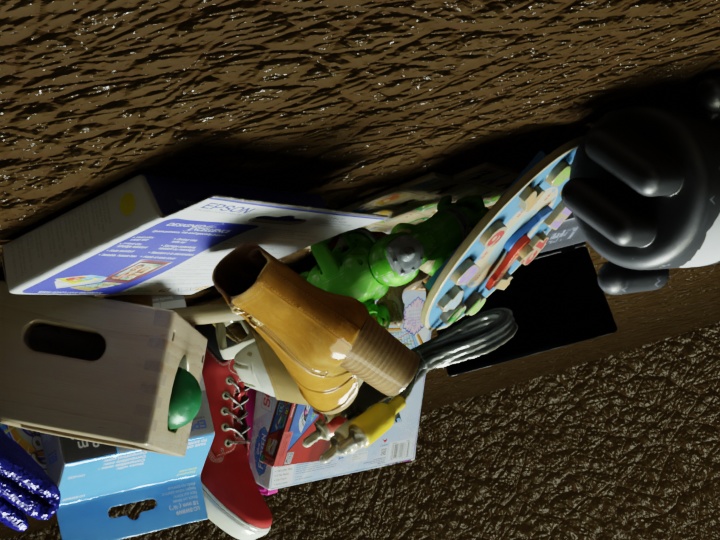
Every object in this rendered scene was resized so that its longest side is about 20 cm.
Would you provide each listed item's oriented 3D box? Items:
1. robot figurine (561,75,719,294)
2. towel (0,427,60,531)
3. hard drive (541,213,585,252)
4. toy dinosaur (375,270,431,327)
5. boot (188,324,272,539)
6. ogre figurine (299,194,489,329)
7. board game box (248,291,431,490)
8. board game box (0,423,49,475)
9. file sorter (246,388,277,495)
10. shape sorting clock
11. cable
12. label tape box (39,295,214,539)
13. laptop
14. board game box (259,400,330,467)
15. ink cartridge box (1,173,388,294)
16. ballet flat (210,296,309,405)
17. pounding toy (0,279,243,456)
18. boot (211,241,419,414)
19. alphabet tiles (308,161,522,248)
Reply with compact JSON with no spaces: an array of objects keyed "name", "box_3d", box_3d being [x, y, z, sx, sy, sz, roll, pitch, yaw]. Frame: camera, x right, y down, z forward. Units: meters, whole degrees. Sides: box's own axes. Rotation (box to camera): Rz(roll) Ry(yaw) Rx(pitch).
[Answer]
[{"name":"robot figurine","box_3d":[0.240,-0.063,1.091,0.149,0.127,0.199,-24,166,40]},{"name":"towel","box_3d":[-0.323,0.124,1.093,0.147,0.050,0.199,38,172,-37]},{"name":"hard drive","box_3d":[0.225,-0.059,1.313,0.197,0.043,0.135,-14,170,-2]},{"name":"toy dinosaur","box_3d":[0.061,-0.013,1.293,0.105,0.061,0.200,-14,-166,22]},{"name":"boot","box_3d":[-0.117,0.138,1.342,0.144,0.201,0.072,-43,160,14]},{"name":"ogre figurine","box_3d":[0.000,0.000,1.163,0.197,0.100,0.120,-3,-167,24]},{"name":"board game box","box_3d":[-0.016,0.103,1.426,0.198,0.203,0.041,-4,-163,-43]},{"name":"board game box","box_3d":[-0.284,0.129,1.288,0.198,0.155,0.040,-9,167,-31]},{"name":"file sorter","box_3d":[-0.115,0.148,1.528,0.124,0.141,0.199,-8,-176,-40]},{"name":"shape sorting clock","box_3d":[0.122,-0.026,1.149,0.200,0.039,0.200,-46,168,-12]},{"name":"cable","box_3d":[0.037,0.091,1.157,0.198,0.051,0.097,-26,-167,-25]},{"name":"label tape box","box_3d":[-0.207,0.129,1.262,0.142,0.203,0.063,-8,168,-30]},{"name":"laptop","box_3d":[0.175,0.049,1.603,0.184,0.118,0.200,-14,169,2]},{"name":"board game box","box_3d":[-0.033,0.082,1.336,0.019,0.203,0.103,20,-174,26]},{"name":"ink cartridge box","box_3d":[-0.115,-0.030,1.012,0.198,0.048,0.197,-24,165,32]},{"name":"ballet flat","box_3d":[-0.088,0.072,1.256,0.062,0.069,0.200,-23,-153,-9]},{"name":"pounding toy","box_3d":[-0.190,0.065,1.137,0.197,0.144,0.184,9,170,5]},{"name":"boot","box_3d":[-0.048,0.037,1.040,0.143,0.071,0.201,36,164,-13]},{"name":"alphabet tiles","box_3d":[0.043,-0.051,1.210,0.198,0.006,0.166,-20,168,27]}]
